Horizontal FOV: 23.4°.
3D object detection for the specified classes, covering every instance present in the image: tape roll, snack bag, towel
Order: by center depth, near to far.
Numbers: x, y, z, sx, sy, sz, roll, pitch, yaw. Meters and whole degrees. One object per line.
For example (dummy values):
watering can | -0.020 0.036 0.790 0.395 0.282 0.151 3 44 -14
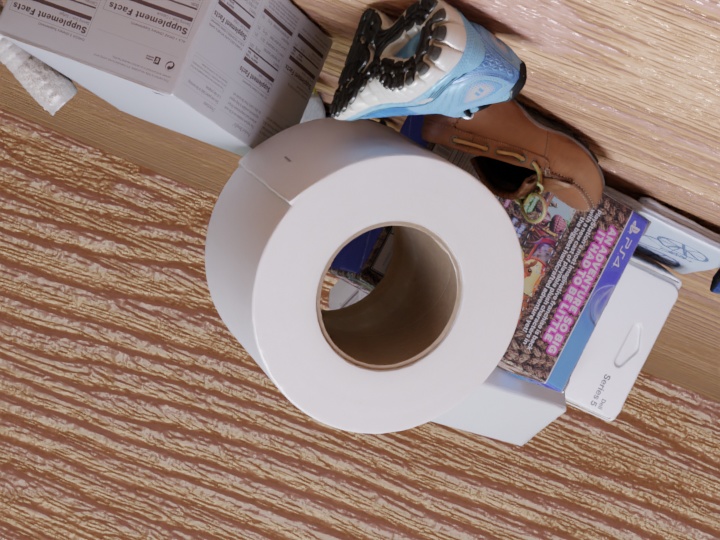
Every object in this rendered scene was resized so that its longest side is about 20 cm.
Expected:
tape roll | 0.000 0.000 1.249 0.202 0.203 0.139 24 -174 -23
towel | -0.282 -0.183 1.373 0.133 0.034 0.200 46 178 -13
snack bag | 0.226 -0.050 1.521 0.199 0.021 0.189 26 176 -2

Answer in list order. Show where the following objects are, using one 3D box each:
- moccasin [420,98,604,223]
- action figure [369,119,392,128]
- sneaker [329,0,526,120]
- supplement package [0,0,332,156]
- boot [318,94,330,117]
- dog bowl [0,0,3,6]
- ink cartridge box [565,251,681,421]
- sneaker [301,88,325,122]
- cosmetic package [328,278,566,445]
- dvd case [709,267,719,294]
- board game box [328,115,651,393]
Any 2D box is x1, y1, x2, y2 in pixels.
moccasin | 0.113 -0.081 1.279 0.073 0.078 0.201 19 175 36
action figure | 0.013 -0.066 1.584 0.069 0.201 0.130 -25 175 34
sneaker | 0.043 -0.123 1.135 0.090 0.079 0.200 20 178 -20
supplement package | -0.138 -0.170 1.266 0.155 0.111 0.200 21 176 22
boot | -0.092 -0.143 1.702 0.198 0.074 0.162 9 170 46
dog bowl | -0.463 -0.220 1.833 0.079 0.201 0.200 27 174 -34
ink cartridge box | 0.221 0.043 1.653 0.084 0.146 0.200 25 -173 -5
sneaker | -0.113 -0.172 1.513 0.105 0.076 0.200 35 177 43
cosmetic package | 0.076 0.068 1.510 0.199 0.113 0.081 20 140 -24
dvd case | 0.397 0.029 1.453 0.199 0.018 0.143 16 174 8
board game box | 0.104 -0.020 1.413 0.200 0.160 0.097 30 175 -16
